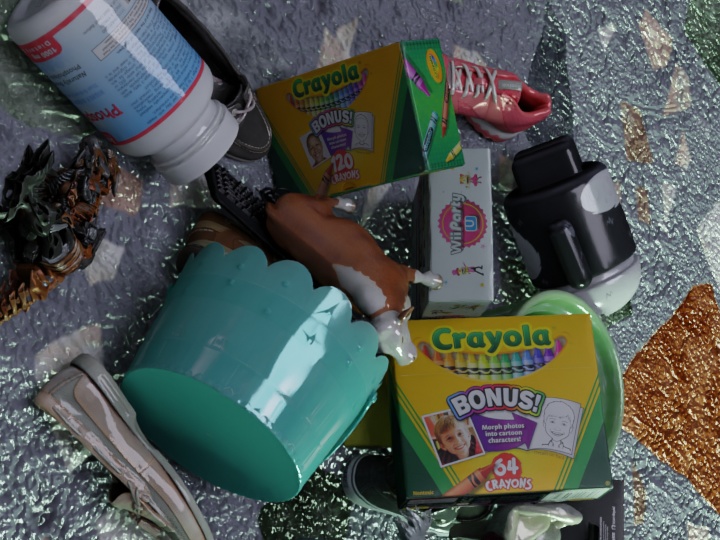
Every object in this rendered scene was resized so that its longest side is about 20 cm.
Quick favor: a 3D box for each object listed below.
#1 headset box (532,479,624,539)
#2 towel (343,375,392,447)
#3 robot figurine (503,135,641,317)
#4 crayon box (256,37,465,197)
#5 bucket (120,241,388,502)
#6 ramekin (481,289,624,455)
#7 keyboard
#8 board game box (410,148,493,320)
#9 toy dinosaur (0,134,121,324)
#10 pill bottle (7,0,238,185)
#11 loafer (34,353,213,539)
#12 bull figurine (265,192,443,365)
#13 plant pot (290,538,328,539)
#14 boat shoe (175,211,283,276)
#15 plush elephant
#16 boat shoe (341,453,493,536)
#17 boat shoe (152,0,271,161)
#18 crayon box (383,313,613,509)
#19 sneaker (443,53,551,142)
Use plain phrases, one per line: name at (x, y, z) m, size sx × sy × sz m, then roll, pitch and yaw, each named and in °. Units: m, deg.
headset box at (0.217, 0.292, 1.636) m, size 0.077 × 0.200 × 0.149 m, roll 3°, pitch 76°, yaw -3°
towel at (0.081, 0.131, 1.580) m, size 0.199 × 0.018 × 0.086 m, roll 0°, pitch 75°, yaw -6°
robot figurine at (0.229, -0.042, 1.765) m, size 0.150 × 0.125 × 0.201 m, roll -30°, pitch 103°, yaw -38°
crayon box at (-0.003, -0.135, 1.498) m, size 0.058 × 0.200 × 0.119 m, roll -13°, pitch 91°, yaw -45°
bucket at (-0.095, 0.091, 1.368) m, size 0.207 × 0.207 × 0.135 m, roll 50°, pitch 56°, yaw -26°
ramekin at (0.180, 0.126, 1.700) m, size 0.200 × 0.098 × 0.201 m, roll 11°, pitch 74°, yaw -43°
keyboard at (-0.066, -0.041, 1.493) m, size 0.200 × 0.040 × 0.104 m, roll 43°, pitch 11°, yaw -31°
board game box at (0.086, -0.023, 1.573) m, size 0.064 × 0.200 × 0.148 m, roll 0°, pitch 79°, yaw -2°
toy dinosaur at (-0.258, -0.036, 1.312) m, size 0.200 × 0.102 × 0.136 m, roll -88°, pitch 155°, yaw -43°
pill bottle at (-0.198, -0.170, 1.379) m, size 0.200 × 0.109 × 0.109 m, roll 48°, pitch 53°, yaw -27°
loafer at (-0.200, 0.166, 1.351) m, size 0.063 × 0.072 × 0.200 m, roll -37°, pitch 102°, yaw -24°
bull figurine at (0.000, 0.000, 1.427) m, size 0.200 × 0.065 × 0.121 m, roll 46°, pitch 21°, yaw 21°
plant pot at (-0.006, 0.342, 1.451) m, size 0.200 × 0.134 × 0.201 m, roll 10°, pitch 76°, yaw -43°
boat shoe at (-0.082, 0.016, 1.483) m, size 0.200 × 0.075 × 0.074 m, roll 42°, pitch 42°, yaw -34°
plush elephant at (0.133, 0.287, 1.507) m, size 0.154 × 0.165 × 0.201 m, roll -22°, pitch 90°, yaw -20°
boat shoe at (0.069, 0.223, 1.601) m, size 0.200 × 0.057 × 0.069 m, roll 19°, pitch 69°, yaw -41°
boat shoe at (-0.141, -0.174, 1.471) m, size 0.200 × 0.057 × 0.067 m, roll 46°, pitch 54°, yaw -28°
crayon box at (0.129, 0.134, 1.538) m, size 0.199 × 0.058 × 0.173 m, roll -2°, pitch 71°, yaw -9°
sneaker at (0.126, -0.197, 1.716) m, size 0.200 × 0.087 × 0.074 m, roll 15°, pitch 71°, yaw -42°
